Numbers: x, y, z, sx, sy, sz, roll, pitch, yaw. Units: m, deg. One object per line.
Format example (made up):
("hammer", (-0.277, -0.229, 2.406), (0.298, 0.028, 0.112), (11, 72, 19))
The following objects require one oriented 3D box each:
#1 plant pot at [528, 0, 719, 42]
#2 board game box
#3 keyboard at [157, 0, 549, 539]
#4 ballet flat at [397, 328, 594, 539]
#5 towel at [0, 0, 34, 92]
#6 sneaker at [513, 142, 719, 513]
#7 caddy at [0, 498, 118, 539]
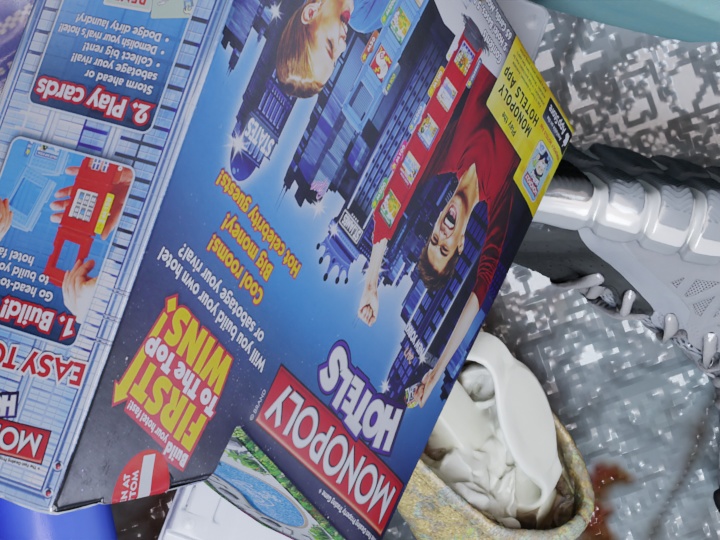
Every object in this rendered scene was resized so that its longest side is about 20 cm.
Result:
("plant pot", (0.053, -0.152, 0.856), (0.200, 0.141, 0.142), (29, 86, -15))
("board game box", (-0.037, -0.010, 0.766), (0.062, 0.200, 0.200), (16, 69, 31))
("keyboard", (0.000, 0.000, 0.857), (0.056, 0.011, 0.200), (23, 74, -9))
("ballet flat", (0.010, 0.018, 0.900), (0.071, 0.071, 0.200), (-35, 114, 3))
("towel", (-0.067, -0.077, 0.927), (0.145, 0.024, 0.200), (-32, 98, 4))
("sneaker", (0.108, 0.025, 0.919), (0.200, 0.075, 0.116), (7, 102, -9))
("caddy", (-0.159, 0.090, 0.869), (0.200, 0.141, 0.105), (-7, 93, 43))
